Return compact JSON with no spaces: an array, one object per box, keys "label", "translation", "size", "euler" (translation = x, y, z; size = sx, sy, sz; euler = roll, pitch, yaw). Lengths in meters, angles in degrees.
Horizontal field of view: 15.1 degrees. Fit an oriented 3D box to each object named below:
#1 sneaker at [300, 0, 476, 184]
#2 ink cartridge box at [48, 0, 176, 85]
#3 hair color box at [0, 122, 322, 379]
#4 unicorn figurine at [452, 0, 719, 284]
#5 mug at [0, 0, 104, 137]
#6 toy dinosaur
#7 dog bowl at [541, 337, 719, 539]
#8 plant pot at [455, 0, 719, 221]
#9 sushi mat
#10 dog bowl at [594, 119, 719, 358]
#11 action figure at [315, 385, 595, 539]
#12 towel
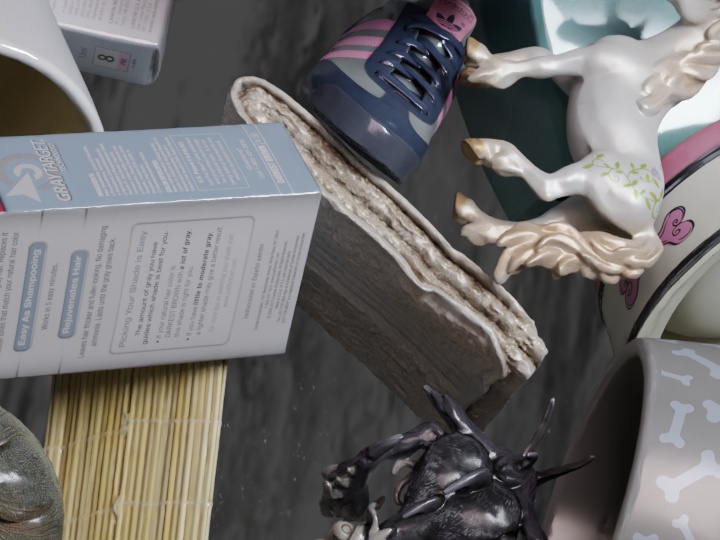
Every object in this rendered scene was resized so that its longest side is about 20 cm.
[{"label":"sneaker","translation":[0.021,-0.104,1.365],"size":[0.070,0.200,0.082],"euler":[42,102,-12]},{"label":"ink cartridge box","translation":[-0.188,-0.195,1.432],"size":[0.200,0.057,0.163],"euler":[11,61,-3]},{"label":"hair color box","translation":[-0.127,-0.008,1.242],"size":[0.200,0.099,0.061],"euler":[-5,40,-24]},{"label":"unicorn figurine","translation":[0.117,-0.081,1.325],"size":[0.137,0.074,0.200],"euler":[4,76,-1]},{"label":"mug","translation":[-0.214,-0.098,1.295],"size":[0.187,0.149,0.153],"euler":[35,24,-32]},{"label":"toy dinosaur","translation":[-0.185,0.093,1.253],"size":[0.200,0.077,0.102],"euler":[43,64,16]},{"label":"dog bowl","translation":[0.130,0.123,1.284],"size":[0.059,0.200,0.200],"euler":[18,60,-5]},{"label":"plant pot","translation":[0.127,-0.130,1.452],"size":[0.141,0.141,0.200],"euler":[1,72,-18]},{"label":"sushi mat","translation":[-0.112,0.115,1.282],"size":[0.096,0.012,0.200],"euler":[-9,59,24]},{"label":"dog bowl","translation":[0.207,-0.007,1.386],"size":[0.200,0.200,0.074],"euler":[-11,52,-24]},{"label":"action figure","translation":[0.015,0.134,1.299],"size":[0.200,0.102,0.119],"euler":[-28,73,-12]},{"label":"towel","translation":[0.000,0.000,1.341],"size":[0.200,0.133,0.034],"euler":[42,66,6]}]
